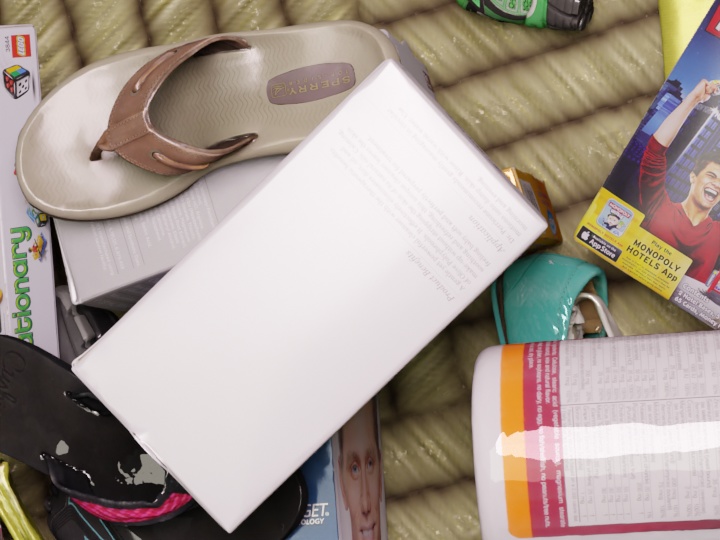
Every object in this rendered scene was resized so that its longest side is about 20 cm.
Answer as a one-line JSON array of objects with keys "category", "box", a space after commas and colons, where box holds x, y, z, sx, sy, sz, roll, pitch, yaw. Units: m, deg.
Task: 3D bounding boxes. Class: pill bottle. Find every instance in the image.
[{"category": "pill bottle", "box": [0.155, 0.083, 0.881, 0.199, 0.110, 0.110, -4, 88, 8]}]

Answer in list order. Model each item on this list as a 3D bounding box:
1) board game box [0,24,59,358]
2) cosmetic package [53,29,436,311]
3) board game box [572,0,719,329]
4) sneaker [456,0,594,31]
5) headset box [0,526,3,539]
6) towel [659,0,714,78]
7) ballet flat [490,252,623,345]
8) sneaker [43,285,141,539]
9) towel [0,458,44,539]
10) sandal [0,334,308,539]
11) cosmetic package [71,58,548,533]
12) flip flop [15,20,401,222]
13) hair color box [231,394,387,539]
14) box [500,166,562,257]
[{"category": "board game box", "box": [-0.214, -0.030, 1.021, 0.126, 0.034, 0.201, 4, 100, 47]}, {"category": "cosmetic package", "box": [-0.054, -0.049, 0.994, 0.199, 0.107, 0.091, -17, 82, 14]}, {"category": "board game box", "box": [0.241, -0.049, 0.925, 0.199, 0.062, 0.200, 33, 107, 8]}, {"category": "sneaker", "box": [0.083, -0.227, 0.981, 0.085, 0.078, 0.201, 4, 90, 14]}, {"category": "headset box", "box": [-0.211, 0.190, 0.952, 0.077, 0.200, 0.150, -12, 98, -17]}, {"category": "towel", "box": [0.194, -0.179, 0.980, 0.086, 0.018, 0.201, -5, 89, 17]}, {"category": "ballet flat", "box": [0.114, 0.089, 0.967, 0.070, 0.067, 0.201, -10, 85, 32]}, {"category": "sneaker", "box": [-0.142, 0.107, 1.026, 0.079, 0.075, 0.201, -23, 85, 15]}, {"category": "towel", "box": [-0.170, 0.135, 0.972, 0.018, 0.200, 0.086, -31, 91, -13]}, {"category": "sandal", "box": [-0.122, 0.091, 0.937, 0.199, 0.045, 0.075, 22, 94, 12]}, {"category": "cosmetic package", "box": [-0.021, 0.010, 0.864, 0.200, 0.085, 0.108, -43, 89, 6]}, {"category": "flip flop", "box": [-0.078, -0.077, 0.918, 0.199, 0.058, 0.082, -11, 84, 12]}, {"category": "hair color box", "box": [-0.024, 0.142, 0.985, 0.060, 0.100, 0.201, -5, 88, 14]}, {"category": "box", "box": [0.000, 0.000, 0.974, 0.199, 0.119, 0.042, -21, 85, 12]}]
